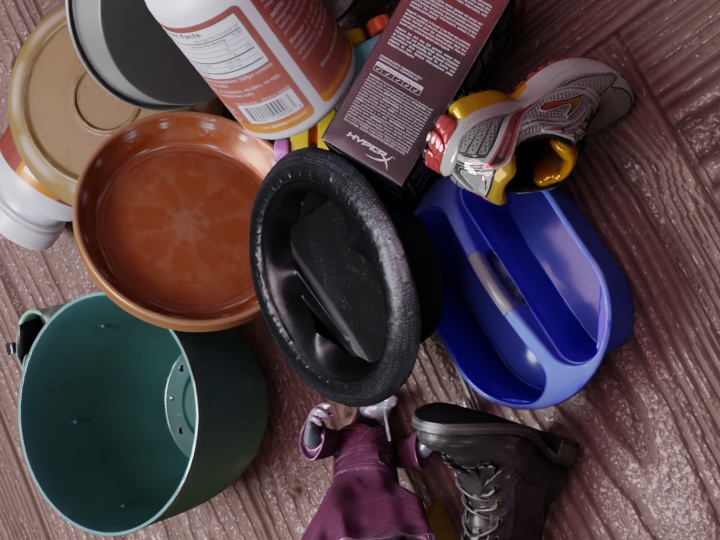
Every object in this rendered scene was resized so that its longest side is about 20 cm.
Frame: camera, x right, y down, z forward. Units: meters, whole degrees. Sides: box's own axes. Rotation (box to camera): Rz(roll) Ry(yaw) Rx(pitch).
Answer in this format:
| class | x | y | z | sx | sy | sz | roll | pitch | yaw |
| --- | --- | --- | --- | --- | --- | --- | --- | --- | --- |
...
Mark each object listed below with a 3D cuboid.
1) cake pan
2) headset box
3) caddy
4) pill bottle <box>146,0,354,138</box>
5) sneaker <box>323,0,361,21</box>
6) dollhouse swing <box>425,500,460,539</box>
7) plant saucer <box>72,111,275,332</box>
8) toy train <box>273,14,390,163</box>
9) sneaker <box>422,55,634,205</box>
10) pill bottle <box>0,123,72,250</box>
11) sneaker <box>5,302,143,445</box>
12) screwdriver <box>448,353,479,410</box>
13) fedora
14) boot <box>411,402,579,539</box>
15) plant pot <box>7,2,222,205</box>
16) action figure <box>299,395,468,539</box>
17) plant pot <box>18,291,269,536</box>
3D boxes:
| class | x | y | z | sx | sy | sz | roll | pitch | yaw |
| --- | --- | --- | --- | --- | --- | --- | --- | --- | --- |
| cake pan | -0.144 | -0.225 | 1.105 | 0.037 | 0.199 | 0.203 | 30 | 103 | 46 |
| headset box | 0.058 | -0.157 | 1.043 | 0.077 | 0.149 | 0.202 | 29 | 89 | 8 |
| caddy | 0.121 | 0.010 | 1.050 | 0.141 | 0.105 | 0.201 | -41 | 69 | 24 |
| pill bottle | -0.095 | -0.206 | 1.041 | 0.111 | 0.200 | 0.113 | -19 | 45 | 21 |
| sneaker | 0.026 | -0.258 | 1.131 | 0.200 | 0.098 | 0.071 | -42 | 54 | 42 |
| dollhouse swing | -0.012 | 0.314 | 1.080 | 0.199 | 0.175 | 0.183 | -36 | 71 | 25 |
| plant saucer | -0.140 | -0.040 | 1.126 | 0.202 | 0.198 | 0.032 | 59 | 155 | 18 |
| toy train | 0.013 | -0.111 | 1.147 | 0.149 | 0.056 | 0.202 | 26 | 88 | 8 |
| sneaker | 0.138 | -0.097 | 1.003 | 0.082 | 0.199 | 0.078 | 42 | 140 | 28 |
| pill bottle | -0.280 | -0.122 | 1.292 | 0.112 | 0.112 | 0.201 | 46 | 110 | 23 |
| sneaker | -0.270 | 0.128 | 1.273 | 0.073 | 0.118 | 0.203 | -25 | 77 | 26 |
| screwdriver | 0.070 | 0.061 | 1.126 | 0.029 | 0.028 | 0.202 | -40 | 66 | 56 |
| fedora | 0.000 | 0.000 | 1.043 | 0.199 | 0.091 | 0.204 | 15 | 111 | 44 |
| boot | 0.093 | 0.199 | 1.012 | 0.069 | 0.199 | 0.176 | 12 | 84 | 45 |
| plant pot | -0.221 | -0.152 | 1.194 | 0.197 | 0.027 | 0.203 | 0 | 88 | 5 |
| action figure | 0.010 | 0.176 | 1.097 | 0.132 | 0.201 | 0.150 | 11 | 126 | -6 |
| plant pot | -0.175 | 0.122 | 1.191 | 0.198 | 0.160 | 0.204 | -1 | 87 | 30 |
